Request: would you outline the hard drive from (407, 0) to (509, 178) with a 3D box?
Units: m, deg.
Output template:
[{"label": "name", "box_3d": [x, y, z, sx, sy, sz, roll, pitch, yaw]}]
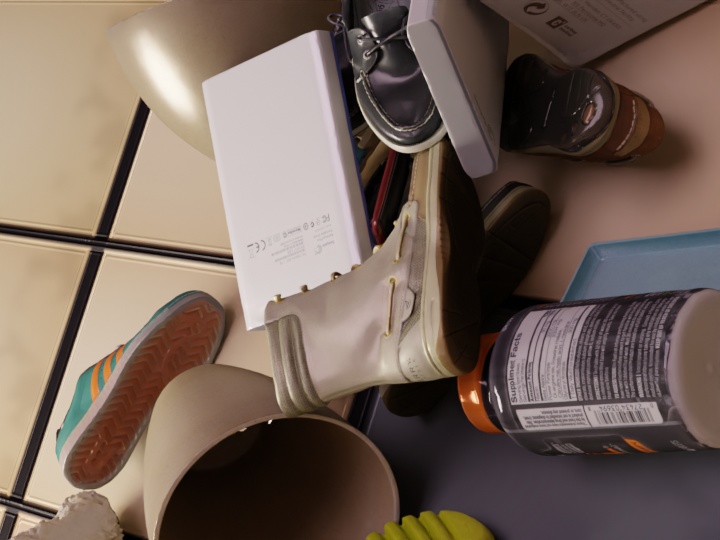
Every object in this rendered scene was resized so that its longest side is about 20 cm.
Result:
[{"label": "hard drive", "box_3d": [0.074, -0.177, 1.581, 0.027, 0.132, 0.200, -14, 33, 17]}]

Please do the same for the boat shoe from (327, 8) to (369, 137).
[{"label": "boat shoe", "box_3d": [0.011, -0.185, 1.680, 0.074, 0.062, 0.200, 29, 76, 22]}]

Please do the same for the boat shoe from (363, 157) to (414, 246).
[{"label": "boat shoe", "box_3d": [0.000, 0.000, 1.691, 0.057, 0.069, 0.200, 30, 86, 47]}]

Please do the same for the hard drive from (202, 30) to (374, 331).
[{"label": "hard drive", "box_3d": [-0.054, -0.067, 1.651, 0.132, 0.025, 0.201, -19, 77, 42]}]

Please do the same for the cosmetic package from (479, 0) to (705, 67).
[{"label": "cosmetic package", "box_3d": [0.163, -0.292, 1.580, 0.166, 0.167, 0.201, -26, 54, 31]}]

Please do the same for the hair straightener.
[{"label": "hair straightener", "box_3d": [0.065, -0.099, 1.652, 0.077, 0.041, 0.200, 1, 50, 19]}]

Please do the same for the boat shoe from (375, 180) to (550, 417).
[{"label": "boat shoe", "box_3d": [0.065, 0.013, 1.612, 0.066, 0.072, 0.201, 43, 108, 42]}]

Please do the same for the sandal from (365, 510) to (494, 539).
[{"label": "sandal", "box_3d": [0.014, 0.244, 1.556, 0.200, 0.087, 0.080, -29, 23, 11]}]

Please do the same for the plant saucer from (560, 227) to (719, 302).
[{"label": "plant saucer", "box_3d": [0.226, 0.002, 1.477, 0.200, 0.019, 0.070, -8, 42, 44]}]

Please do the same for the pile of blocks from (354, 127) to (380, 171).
[{"label": "pile of blocks", "box_3d": [-0.021, -0.108, 1.734, 0.062, 0.082, 0.200, 31, 97, 5]}]

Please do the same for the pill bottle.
[{"label": "pill bottle", "box_3d": [0.161, 0.071, 1.462, 0.200, 0.106, 0.107, -7, 67, 44]}]

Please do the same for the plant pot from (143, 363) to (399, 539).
[{"label": "plant pot", "box_3d": [-0.089, 0.152, 1.646, 0.188, 0.187, 0.200, -57, 27, 9]}]

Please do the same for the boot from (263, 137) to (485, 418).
[{"label": "boot", "box_3d": [0.009, 0.004, 1.540, 0.154, 0.072, 0.201, -18, 48, 26]}]

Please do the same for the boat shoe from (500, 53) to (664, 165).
[{"label": "boat shoe", "box_3d": [0.157, -0.109, 1.575, 0.076, 0.074, 0.200, -71, 20, 5]}]

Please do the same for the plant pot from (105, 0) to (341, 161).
[{"label": "plant pot", "box_3d": [-0.097, -0.166, 1.798, 0.200, 0.200, 0.135, -16, 93, 40]}]

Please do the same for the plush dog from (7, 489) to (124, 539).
[{"label": "plush dog", "box_3d": [-0.282, 0.297, 1.796, 0.172, 0.160, 0.201, 118, 148, -45]}]

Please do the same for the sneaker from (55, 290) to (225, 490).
[{"label": "sneaker", "box_3d": [-0.196, 0.089, 1.843, 0.200, 0.071, 0.080, -50, 34, 6]}]

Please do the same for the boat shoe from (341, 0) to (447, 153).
[{"label": "boat shoe", "box_3d": [0.022, -0.177, 1.587, 0.074, 0.066, 0.200, -14, 53, 12]}]
